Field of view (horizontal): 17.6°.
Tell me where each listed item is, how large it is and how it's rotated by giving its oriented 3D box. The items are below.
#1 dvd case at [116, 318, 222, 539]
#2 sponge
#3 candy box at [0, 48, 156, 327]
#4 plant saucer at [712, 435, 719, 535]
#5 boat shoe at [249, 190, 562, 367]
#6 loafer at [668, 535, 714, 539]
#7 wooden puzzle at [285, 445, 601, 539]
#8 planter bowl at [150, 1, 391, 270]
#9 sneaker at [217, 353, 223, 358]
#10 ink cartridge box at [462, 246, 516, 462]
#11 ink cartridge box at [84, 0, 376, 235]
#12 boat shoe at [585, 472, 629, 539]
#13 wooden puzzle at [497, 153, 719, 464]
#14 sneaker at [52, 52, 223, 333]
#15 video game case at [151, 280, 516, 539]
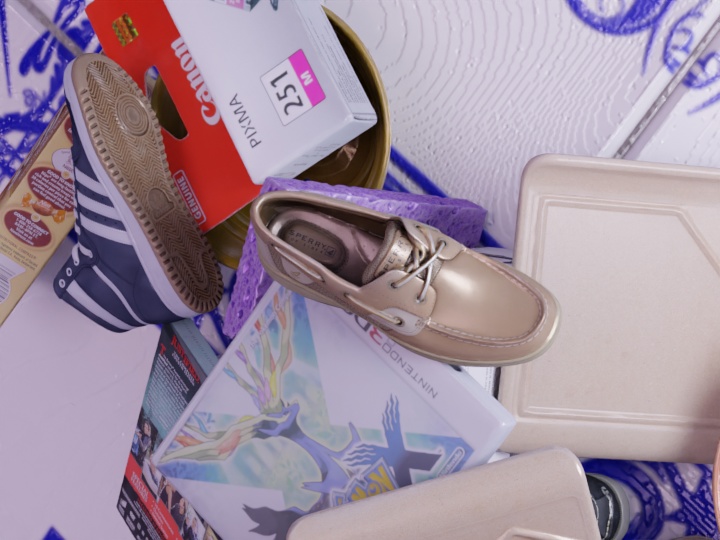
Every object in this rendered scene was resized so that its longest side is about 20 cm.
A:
[{"bbox_3d":[-0.123,0.151,1.696,0.146,0.022,0.200,52,140,38],"label":"dvd case"},{"bbox_3d":[0.000,0.000,1.581,0.030,0.200,0.112,26,105,43],"label":"sponge"},{"bbox_3d":[-0.233,-0.061,1.750,0.055,0.115,0.200,34,112,-12],"label":"candy box"},{"bbox_3d":[0.320,0.137,1.457,0.200,0.032,0.201,-1,89,29],"label":"plant saucer"},{"bbox_3d":[0.024,0.004,1.407,0.200,0.065,0.071,17,72,15],"label":"boat shoe"},{"bbox_3d":[0.171,0.247,1.526,0.200,0.068,0.076,-36,94,-14],"label":"loafer"},{"bbox_3d":[0.064,0.212,1.439,0.185,0.046,0.200,-16,114,0],"label":"wooden puzzle"},{"bbox_3d":[-0.047,-0.098,1.667,0.200,0.083,0.201,2,95,29],"label":"planter bowl"},{"bbox_3d":[-0.060,0.147,1.684,0.200,0.078,0.079,57,137,15],"label":"sneaker"},{"bbox_3d":[0.066,0.063,1.549,0.084,0.200,0.145,10,98,31],"label":"ink cartridge box"},{"bbox_3d":[-0.104,-0.147,1.624,0.173,0.044,0.200,-32,78,26],"label":"ink cartridge box"},{"bbox_3d":[0.084,0.173,1.622,0.200,0.068,0.072,-8,91,31],"label":"boat shoe"},{"bbox_3d":[0.182,0.027,1.523,0.185,0.037,0.200,4,100,-15],"label":"wooden puzzle"},{"bbox_3d":[-0.183,-0.048,1.651,0.108,0.070,0.200,-21,96,39],"label":"sneaker"},{"bbox_3d":[-0.022,0.109,1.474,0.182,0.022,0.200,44,113,21],"label":"video game case"}]
